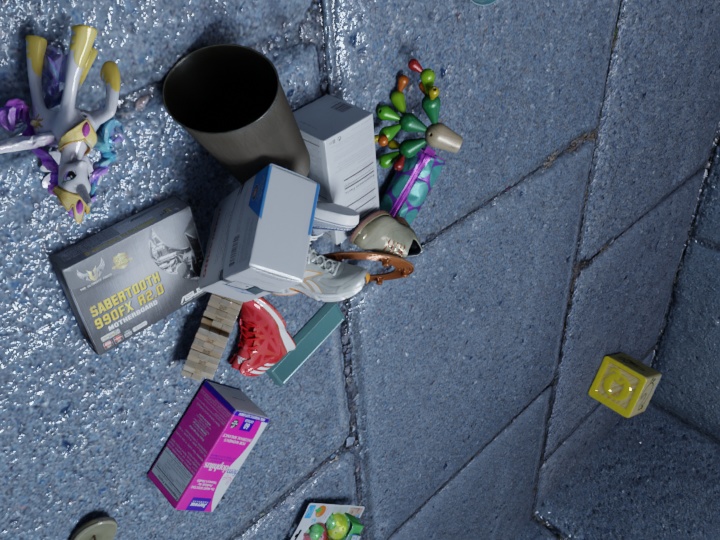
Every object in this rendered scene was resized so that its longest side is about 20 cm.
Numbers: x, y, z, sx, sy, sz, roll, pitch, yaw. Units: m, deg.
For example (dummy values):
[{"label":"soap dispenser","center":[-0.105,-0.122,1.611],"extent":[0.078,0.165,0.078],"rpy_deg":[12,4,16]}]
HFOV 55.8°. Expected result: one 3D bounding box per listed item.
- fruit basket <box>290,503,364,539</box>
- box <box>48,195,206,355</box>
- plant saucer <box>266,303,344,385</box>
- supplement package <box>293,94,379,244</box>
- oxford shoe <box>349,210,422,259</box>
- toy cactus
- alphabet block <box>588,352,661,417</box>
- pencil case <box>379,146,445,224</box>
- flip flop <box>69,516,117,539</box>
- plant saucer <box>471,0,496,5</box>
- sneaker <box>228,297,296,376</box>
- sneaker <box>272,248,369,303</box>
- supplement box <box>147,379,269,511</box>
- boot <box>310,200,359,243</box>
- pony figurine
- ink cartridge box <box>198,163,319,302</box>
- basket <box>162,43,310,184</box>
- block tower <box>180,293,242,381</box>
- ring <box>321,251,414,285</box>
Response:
[{"label":"fruit basket","center":[-0.091,0.657,1.664],"extent":[0.199,0.093,0.187],"rpy_deg":[22,97,-50]},{"label":"box","center":[-0.323,0.006,0.985],"extent":[0.199,0.048,0.160],"rpy_deg":[-33,136,-31]},{"label":"plant saucer","center":[-0.106,0.144,1.358],"extent":[0.200,0.019,0.070],"rpy_deg":[-46,141,-16]},{"label":"supplement package","center":[-0.047,-0.167,1.133],"extent":[0.109,0.113,0.201],"rpy_deg":[-35,139,-30]},{"label":"oxford shoe","center":[0.052,-0.056,1.193],"extent":[0.071,0.074,0.199],"rpy_deg":[-53,158,24]},{"label":"toy cactus","center":[0.109,-0.261,1.227],"extent":[0.164,0.102,0.201],"rpy_deg":[22,108,-9]},{"label":"alphabet block","center":[1.107,0.476,2.845],"extent":[0.199,0.196,0.197],"rpy_deg":[0,112,-49]},{"label":"pencil case","center":[0.086,-0.144,1.326],"extent":[0.201,0.085,0.092],"rpy_deg":[-63,179,3]},{"label":"flip flop","center":[-0.469,0.506,1.149],"extent":[0.081,0.057,0.201],"rpy_deg":[30,91,-53]},{"label":"plant saucer","center":[0.235,-0.594,1.243],"extent":[0.199,0.027,0.202],"rpy_deg":[-29,134,-34]},{"label":"sneaker","center":[-0.190,0.122,1.197],"extent":[0.116,0.078,0.201],"rpy_deg":[-47,140,-18]},{"label":"sneaker","center":[-0.083,-0.005,1.148],"extent":[0.076,0.198,0.093],"rpy_deg":[-60,146,-51]},{"label":"supplement box","center":[-0.271,0.315,1.215],"extent":[0.201,0.103,0.101],"rpy_deg":[-57,144,0]},{"label":"boot","center":[-0.086,-0.064,1.078],"extent":[0.072,0.199,0.091],"rpy_deg":[-8,108,-49]},{"label":"pony figurine","center":[-0.345,-0.157,0.761],"extent":[0.166,0.192,0.202],"rpy_deg":[7,90,-54]},{"label":"ink cartridge box","center":[-0.149,-0.046,0.971],"extent":[0.085,0.199,0.148],"rpy_deg":[18,72,-27]},{"label":"basket","center":[-0.154,-0.196,0.961],"extent":[0.137,0.179,0.200],"rpy_deg":[-62,154,-14]},{"label":"block tower","center":[-0.233,0.082,1.111],"extent":[0.054,0.058,0.201],"rpy_deg":[21,107,-11]},{"label":"ring","center":[0.000,0.000,1.247],"extent":[0.200,0.199,0.019],"rpy_deg":[23,65,-53]}]
